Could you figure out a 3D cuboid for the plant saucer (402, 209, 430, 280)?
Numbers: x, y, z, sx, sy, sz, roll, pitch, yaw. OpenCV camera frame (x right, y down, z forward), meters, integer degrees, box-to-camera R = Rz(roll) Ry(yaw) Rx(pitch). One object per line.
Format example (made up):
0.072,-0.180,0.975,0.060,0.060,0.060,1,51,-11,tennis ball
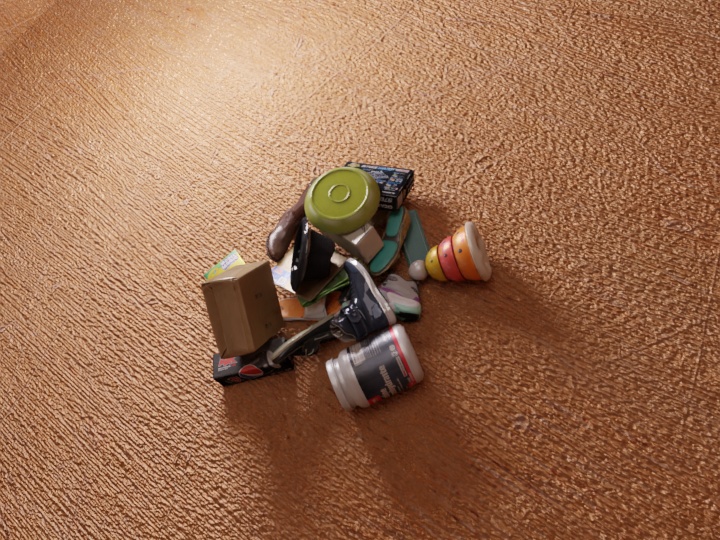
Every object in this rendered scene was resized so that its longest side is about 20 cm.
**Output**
0.140,-0.072,1.685,0.069,0.019,0.203,-20,59,7,plant saucer

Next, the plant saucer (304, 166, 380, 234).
-0.049,-0.185,1.620,0.195,0.031,0.204,-6,60,10,plant saucer

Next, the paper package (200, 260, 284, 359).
-0.283,0.090,1.583,0.101,0.200,0.195,-8,102,16,paper package

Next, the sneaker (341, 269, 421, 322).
0.053,0.055,1.609,0.195,0.078,0.142,3,59,1,sneaker

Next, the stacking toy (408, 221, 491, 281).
0.208,-0.019,1.577,0.197,0.146,0.149,-20,57,19,stacking toy

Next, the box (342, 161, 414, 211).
0.027,-0.225,1.708,0.196,0.047,0.160,10,36,17,box

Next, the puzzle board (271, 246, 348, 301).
-0.141,0.000,1.661,0.198,0.018,0.151,19,58,44,puzzle board

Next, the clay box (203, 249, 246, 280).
-0.344,0.033,1.762,0.114,0.048,0.200,-39,59,-6,clay box

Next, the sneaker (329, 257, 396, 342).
-0.026,0.073,1.514,0.144,0.077,0.204,-28,59,-10,sneaker

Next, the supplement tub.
0.034,0.224,1.483,0.197,0.141,0.142,-25,57,2,supplement tub

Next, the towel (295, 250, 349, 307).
-0.113,0.008,1.672,0.147,0.031,0.201,-29,38,-3,towel

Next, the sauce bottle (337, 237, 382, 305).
0.000,0.000,1.661,0.064,0.065,0.203,13,67,23,sauce bottle

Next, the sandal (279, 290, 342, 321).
-0.140,0.088,1.660,0.202,0.059,0.081,-8,60,13,sandal

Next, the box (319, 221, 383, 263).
-0.036,-0.102,1.656,0.069,0.083,0.199,-46,48,-11,box

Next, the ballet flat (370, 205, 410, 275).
0.083,-0.069,1.658,0.069,0.071,0.204,12,70,23,ballet flat

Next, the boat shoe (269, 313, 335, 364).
-0.129,0.177,1.571,0.198,0.072,0.069,-29,91,-31,boat shoe

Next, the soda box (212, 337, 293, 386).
-0.268,0.230,1.622,0.196,0.064,0.072,-15,58,10,soda box

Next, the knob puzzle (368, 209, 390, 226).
0.013,-0.183,1.775,0.215,0.031,0.223,-10,54,14,knob puzzle

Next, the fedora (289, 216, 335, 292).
-0.114,-0.034,1.577,0.090,0.201,0.204,10,61,-11,fedora

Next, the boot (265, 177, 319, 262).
-0.167,-0.137,1.713,0.199,0.064,0.189,-37,31,43,boot
